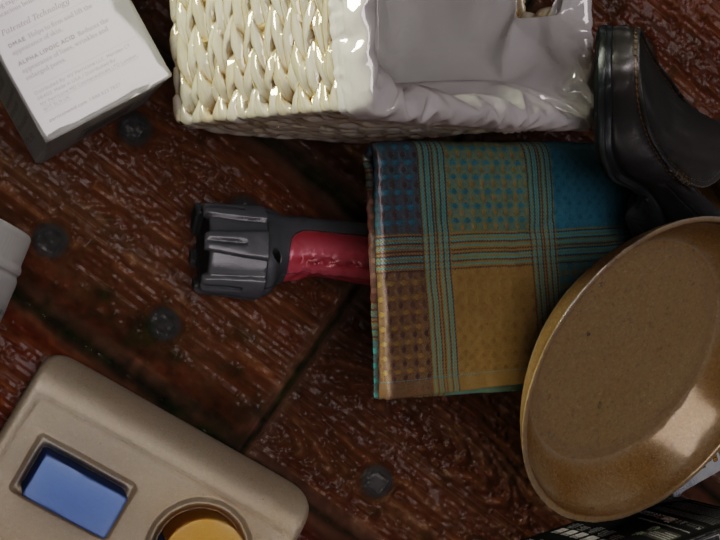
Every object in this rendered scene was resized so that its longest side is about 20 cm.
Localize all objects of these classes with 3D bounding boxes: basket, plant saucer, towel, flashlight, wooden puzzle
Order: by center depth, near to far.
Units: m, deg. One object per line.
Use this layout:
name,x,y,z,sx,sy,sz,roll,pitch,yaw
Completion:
basket,0.008,-0.168,0.771,0.200,0.160,0.199,-3,90,-49
wooden puzzle,-0.148,0.177,0.813,0.185,0.046,0.201,31,80,-13
towel,0.087,-0.003,0.827,0.199,0.022,0.147,-2,90,-35
plant saucer,0.165,0.055,0.839,0.200,0.035,0.201,-17,123,-28
flashlight,0.000,0.000,0.851,0.199,0.068,0.068,4,89,-18

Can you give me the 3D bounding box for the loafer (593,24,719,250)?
loafer,0.178,-0.075,0.804,0.072,0.200,0.073,-3,65,23

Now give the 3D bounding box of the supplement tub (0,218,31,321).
supplement tub,-0.269,0.049,0.736,0.132,0.132,0.201,25,81,-14

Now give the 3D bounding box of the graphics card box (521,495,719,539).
graphics card box,0.129,0.191,0.854,0.199,0.125,0.051,-17,92,-16

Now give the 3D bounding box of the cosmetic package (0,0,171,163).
cosmetic package,-0.190,-0.169,0.775,0.081,0.113,0.200,-31,96,-15

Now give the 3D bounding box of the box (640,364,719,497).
box,0.214,0.027,0.927,0.137,0.040,0.201,-25,96,-14
